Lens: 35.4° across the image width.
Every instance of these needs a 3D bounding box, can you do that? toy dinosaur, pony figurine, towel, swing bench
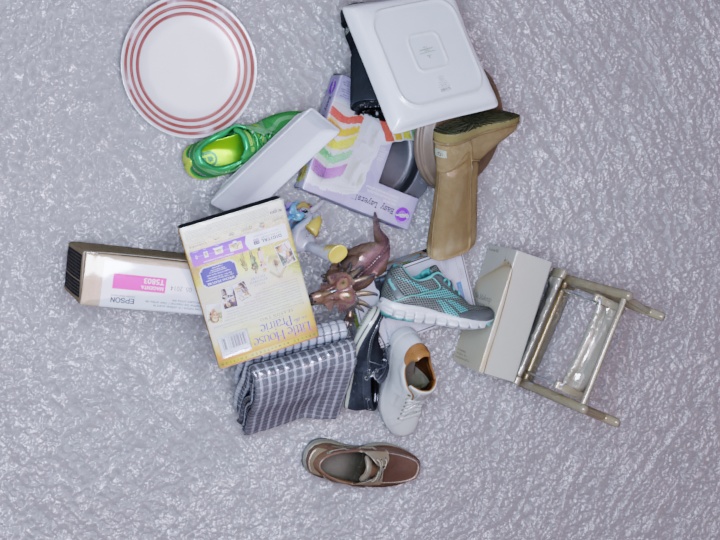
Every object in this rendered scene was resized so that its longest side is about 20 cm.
[{"bbox_3d":[0.000,0.000,1.634,0.086,0.136,0.201,36,70,-3],"label":"toy dinosaur"},{"bbox_3d":[-0.116,-0.023,1.630,0.193,0.200,0.167,-38,112,2],"label":"pony figurine"},{"bbox_3d":[-0.098,0.163,1.643,0.164,0.201,0.086,-16,61,-20],"label":"towel"},{"bbox_3d":[0.342,0.115,1.799,0.129,0.199,0.200,25,87,-46],"label":"swing bench"}]

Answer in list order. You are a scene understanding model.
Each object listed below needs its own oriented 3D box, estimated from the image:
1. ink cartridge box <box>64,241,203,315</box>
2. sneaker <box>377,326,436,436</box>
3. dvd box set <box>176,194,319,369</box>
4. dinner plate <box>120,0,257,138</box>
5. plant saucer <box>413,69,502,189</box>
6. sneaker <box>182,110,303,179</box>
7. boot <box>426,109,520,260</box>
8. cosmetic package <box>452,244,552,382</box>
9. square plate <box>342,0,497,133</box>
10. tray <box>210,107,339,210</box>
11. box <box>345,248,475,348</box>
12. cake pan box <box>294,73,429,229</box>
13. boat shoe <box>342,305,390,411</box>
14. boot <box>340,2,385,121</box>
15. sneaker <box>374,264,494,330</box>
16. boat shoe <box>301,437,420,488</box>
[{"bbox_3d":[-0.298,0.011,1.559,0.198,0.165,0.076,7,94,-22],"label":"ink cartridge box"},{"bbox_3d":[0.075,0.192,1.745,0.072,0.085,0.202,-16,127,-22],"label":"sneaker"},{"bbox_3d":[-0.148,0.016,1.506,0.145,0.029,0.202,-18,106,-11],"label":"dvd box set"},{"bbox_3d":[-0.246,-0.291,1.617,0.198,0.024,0.202,-3,99,-21],"label":"dinner plate"},{"bbox_3d":[0.158,-0.218,1.737,0.199,0.029,0.202,-23,123,-41],"label":"plant saucer"},{"bbox_3d":[-0.157,-0.178,1.632,0.199,0.083,0.075,-23,97,-18],"label":"sneaker"},{"bbox_3d":[0.168,-0.134,1.722,0.174,0.066,0.202,-19,122,-32],"label":"boot"},{"bbox_3d":[0.226,0.067,1.808,0.073,0.103,0.202,17,90,-22],"label":"cosmetic package"},{"bbox_3d":[0.093,-0.312,1.632,0.199,0.028,0.200,-18,82,-30],"label":"square plate"},{"bbox_3d":[-0.126,-0.156,1.625,0.200,0.107,0.022,-42,68,9],"label":"tray"},{"bbox_3d":[0.073,0.042,1.766,0.198,0.060,0.118,-18,103,-18],"label":"box"},{"bbox_3d":[0.018,-0.178,1.722,0.199,0.052,0.186,21,91,-23],"label":"cake pan box"},{"bbox_3d":[0.014,0.134,1.681,0.062,0.075,0.201,17,128,8],"label":"boat shoe"},{"bbox_3d":[0.065,-0.303,1.675,0.198,0.076,0.170,-1,76,-29],"label":"boot"},{"bbox_3d":[0.120,0.039,1.714,0.198,0.077,0.092,10,89,-24],"label":"sneaker"},{"bbox_3d":[0.007,0.310,1.768,0.198,0.072,0.077,6,95,-22],"label":"boat shoe"}]
